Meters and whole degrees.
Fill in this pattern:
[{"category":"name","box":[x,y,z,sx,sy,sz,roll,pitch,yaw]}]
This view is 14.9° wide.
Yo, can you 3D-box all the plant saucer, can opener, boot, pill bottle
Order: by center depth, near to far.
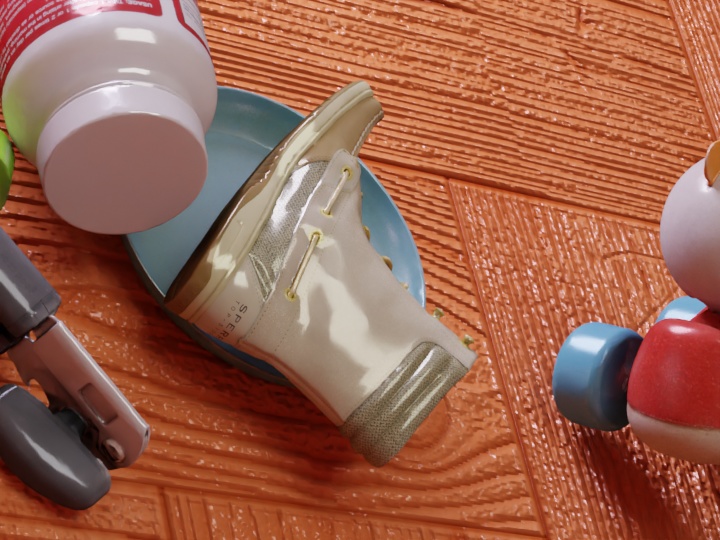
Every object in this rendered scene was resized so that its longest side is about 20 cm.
[{"category":"can opener","box":[-0.181,0.027,1.340,0.200,0.053,0.067,50,48,-5]},{"category":"pill bottle","box":[-0.137,-0.117,1.449,0.112,0.112,0.200,16,38,-29]},{"category":"boot","box":[0.000,0.000,1.475,0.155,0.072,0.200,39,45,-5]},{"category":"plant saucer","box":[-0.054,-0.014,1.517,0.200,0.027,0.200,22,45,-24]}]

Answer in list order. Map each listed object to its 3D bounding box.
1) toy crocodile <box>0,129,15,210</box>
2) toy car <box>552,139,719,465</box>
[{"category":"toy crocodile","box":[-0.262,-0.082,1.379,0.200,0.062,0.068,19,22,-25]},{"category":"toy car","box":[0.227,0.000,1.554,0.184,0.200,0.177,15,19,41]}]
